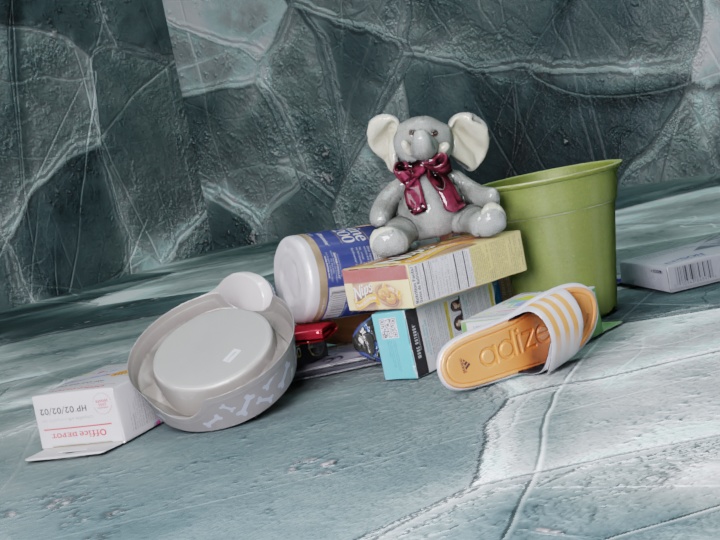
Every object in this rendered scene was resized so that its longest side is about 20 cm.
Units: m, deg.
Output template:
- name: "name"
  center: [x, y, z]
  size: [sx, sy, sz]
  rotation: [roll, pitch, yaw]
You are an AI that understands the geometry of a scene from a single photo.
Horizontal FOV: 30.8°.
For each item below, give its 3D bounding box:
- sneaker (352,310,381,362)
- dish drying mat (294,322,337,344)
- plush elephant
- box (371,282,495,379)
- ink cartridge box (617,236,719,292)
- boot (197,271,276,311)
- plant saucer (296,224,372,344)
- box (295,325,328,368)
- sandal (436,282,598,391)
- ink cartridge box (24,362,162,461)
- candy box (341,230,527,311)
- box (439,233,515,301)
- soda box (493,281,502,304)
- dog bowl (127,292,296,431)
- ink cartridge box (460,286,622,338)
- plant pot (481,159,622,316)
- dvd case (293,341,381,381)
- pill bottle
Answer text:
- name: "sneaker"
  center: [0.061, 0.081, 1.657]
  size: [0.199, 0.076, 0.078]
  rotation: [-8, -10, -45]
- name: "dish drying mat"
  center: [-0.132, 0.084, 1.603]
  size: [0.199, 0.018, 0.077]
  rotation: [-7, 7, 14]
- name: "plush elephant"
  center: [0.083, -0.121, 1.599]
  size: [0.164, 0.156, 0.200]
  rotation: [-10, 13, 4]
- name: "box"
  center: [0.097, 0.068, 1.584]
  size: [0.049, 0.083, 0.200]
  rotation: [-8, 6, 38]
- name: "ink cartridge box"
  center: [0.474, -0.015, 1.837]
  size: [0.199, 0.041, 0.200]
  rotation: [-13, 6, -13]
- name: "boot"
  center: [-0.136, 0.039, 1.679]
  size: [0.090, 0.073, 0.200]
  rotation: [-9, -3, -32]
- name: "plant saucer"
  center: [0.000, 0.026, 1.777]
  size: [0.199, 0.201, 0.032]
  rotation: [-13, 43, -11]
- name: "box"
  center: [-0.167, 0.112, 1.679]
  size: [0.199, 0.049, 0.161]
  rotation: [-4, 8, 39]
- name: "sandal"
  center: [0.180, 0.079, 1.382]
  size: [0.206, 0.080, 0.059]
  rotation: [-23, 11, -22]
- name: "ink cartridge box"
  center: [-0.300, 0.160, 1.533]
  size: [0.115, 0.068, 0.200]
  rotation: [-9, 7, 22]
- name: "candy box"
  center: [0.090, -0.001, 1.565]
  size: [0.199, 0.056, 0.115]
  rotation: [-17, 8, -40]
- name: "box"
  center: [0.217, -0.029, 1.921]
  size: [0.106, 0.153, 0.200]
  rotation: [-15, 6, -29]
- name: "soda box"
  center: [0.110, 0.045, 1.862]
  size: [0.068, 0.065, 0.200]
  rotation: [-16, 8, -37]
- name: "dog bowl"
  center: [-0.163, 0.104, 1.493]
  size: [0.199, 0.059, 0.200]
  rotation: [-12, 35, 8]
- name: "ink cartridge box"
  center: [0.216, 0.059, 1.533]
  size: [0.103, 0.060, 0.200]
  rotation: [-7, 7, 38]
- name: "plant pot"
  center: [0.255, -0.032, 1.692]
  size: [0.199, 0.191, 0.200]
  rotation: [-10, 6, 1]
- name: "dvd case"
  center: [-0.072, 0.122, 1.707]
  size: [0.199, 0.016, 0.149]
  rotation: [-11, 5, 1]
- name: "pill bottle"
  center: [0.000, 0.000, 1.652]
  size: [0.199, 0.112, 0.111]
  rotation: [-8, 4, -28]
